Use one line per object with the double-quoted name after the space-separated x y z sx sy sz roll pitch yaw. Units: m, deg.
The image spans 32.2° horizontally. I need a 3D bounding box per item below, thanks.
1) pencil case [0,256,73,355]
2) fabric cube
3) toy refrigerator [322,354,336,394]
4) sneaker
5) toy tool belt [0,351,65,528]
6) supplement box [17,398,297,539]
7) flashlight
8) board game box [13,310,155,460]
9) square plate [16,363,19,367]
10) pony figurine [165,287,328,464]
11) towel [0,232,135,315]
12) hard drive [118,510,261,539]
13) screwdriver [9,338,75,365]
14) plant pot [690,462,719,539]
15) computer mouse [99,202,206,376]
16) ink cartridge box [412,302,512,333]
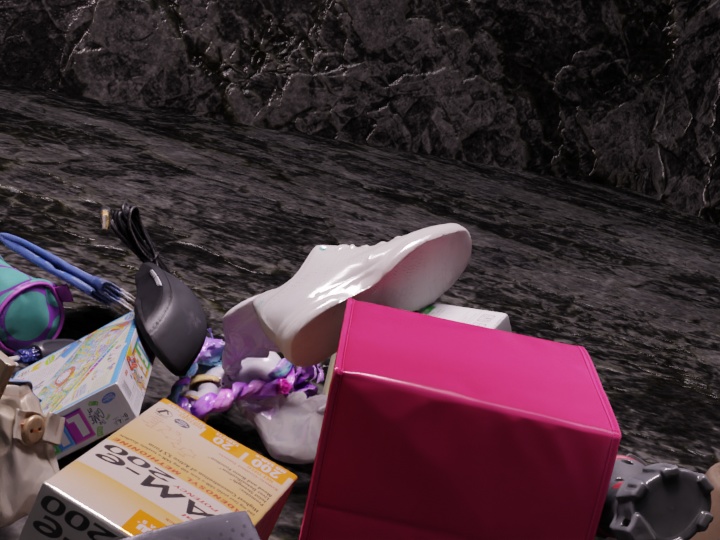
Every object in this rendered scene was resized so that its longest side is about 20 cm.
-0.382 0.015 1.274 0.092 0.086 0.199 -34 41 -28 "pencil case"
0.062 0.155 0.928 0.197 0.202 0.196 11 14 -1 "fabric cube"
0.032 0.137 1.230 0.069 0.077 0.200 6 16 -29 "toy refrigerator"
0.000 0.000 1.055 0.199 0.076 0.088 -26 44 -23 "sneaker"
-0.295 0.099 0.862 0.198 0.124 0.124 7 19 37 "toy tool belt"
-0.137 0.173 0.871 0.125 0.074 0.200 29 16 7 "supplement box"
0.195 0.158 0.865 0.067 0.069 0.200 9 -10 -1 "flashlight"
-0.238 0.101 1.024 0.133 0.034 0.200 -27 15 4 "board game box"
-0.439 0.078 1.092 0.198 0.029 0.198 20 14 21 "square plate"
-0.096 0.099 1.160 0.191 0.168 0.200 -16 11 14 "pony figurine"
-0.275 0.020 1.315 0.146 0.024 0.200 26 -8 26 "towel"
-0.119 0.218 0.684 0.199 0.042 0.136 -10 63 -45 "hard drive"
-0.314 0.078 1.108 0.028 0.029 0.200 51 15 14 "screwdriver"
0.275 0.235 0.874 0.198 0.177 0.200 14 12 -3 "plant pot"
-0.183 0.003 1.114 0.141 0.046 0.200 56 4 -20 "computer mouse"
0.043 0.084 1.099 0.198 0.110 0.050 7 31 36 "ink cartridge box"
